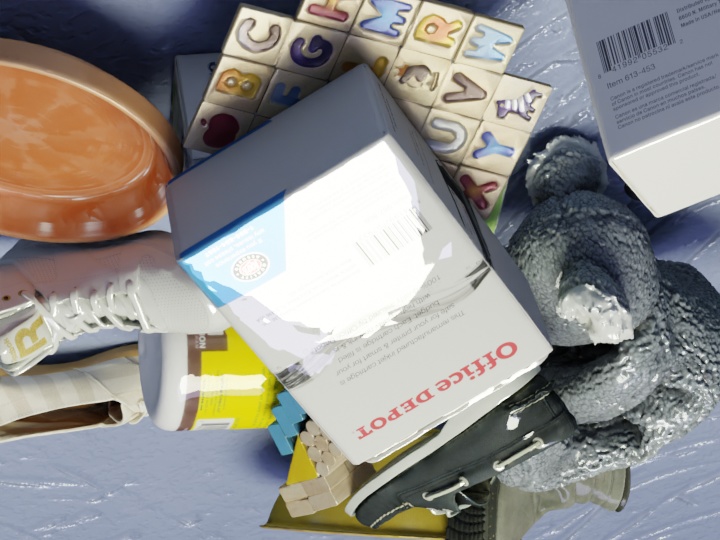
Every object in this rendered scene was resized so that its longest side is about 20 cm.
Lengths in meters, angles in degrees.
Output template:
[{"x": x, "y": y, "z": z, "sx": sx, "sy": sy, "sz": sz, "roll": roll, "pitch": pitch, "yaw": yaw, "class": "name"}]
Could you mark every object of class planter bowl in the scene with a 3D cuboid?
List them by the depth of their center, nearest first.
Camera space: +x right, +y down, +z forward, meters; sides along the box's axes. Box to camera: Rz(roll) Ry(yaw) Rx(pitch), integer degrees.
[{"x": 0.027, "y": 0.157, "z": 2.083, "sx": 0.200, "sy": 0.083, "sz": 0.200, "roll": 4, "pitch": 175, "yaw": 0, "class": "planter bowl"}]

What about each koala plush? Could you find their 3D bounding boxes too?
[{"x": 0.154, "y": 0.018, "z": 1.849, "sx": 0.184, "sy": 0.177, "sz": 0.200, "roll": -12, "pitch": 140, "yaw": 8, "class": "koala plush"}]

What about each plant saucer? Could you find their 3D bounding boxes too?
[{"x": -0.203, "y": -0.080, "z": 1.665, "sx": 0.200, "sy": 0.032, "sz": 0.200, "roll": 8, "pitch": 150, "yaw": 5, "class": "plant saucer"}]

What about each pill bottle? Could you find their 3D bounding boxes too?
[{"x": -0.045, "y": 0.052, "z": 1.896, "sx": 0.200, "sy": 0.109, "sz": 0.109, "roll": -1, "pitch": 148, "yaw": -16, "class": "pill bottle"}]

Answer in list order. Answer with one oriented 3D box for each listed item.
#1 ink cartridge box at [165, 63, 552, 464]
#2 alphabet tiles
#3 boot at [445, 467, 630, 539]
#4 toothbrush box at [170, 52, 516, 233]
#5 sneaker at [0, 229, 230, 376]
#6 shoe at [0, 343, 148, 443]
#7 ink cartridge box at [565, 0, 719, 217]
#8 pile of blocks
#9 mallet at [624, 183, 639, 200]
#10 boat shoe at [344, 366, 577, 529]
[{"x": 0.000, "y": 0.000, "z": 1.650, "sx": 0.145, "sy": 0.084, "sz": 0.200, "roll": -30, "pitch": 126, "yaw": 11, "class": "ink cartridge box"}, {"x": 0.005, "y": -0.091, "z": 1.641, "sx": 0.200, "sy": 0.006, "sz": 0.166, "roll": 13, "pitch": 123, "yaw": -21, "class": "alphabet tiles"}, {"x": 0.134, "y": 0.160, "z": 1.982, "sx": 0.131, "sy": 0.200, "sz": 0.068, "roll": 8, "pitch": 169, "yaw": -20, "class": "boot"}, {"x": -0.016, "y": -0.065, "z": 1.738, "sx": 0.200, "sy": 0.086, "sz": 0.146, "roll": -6, "pitch": 146, "yaw": -10, "class": "toothbrush box"}, {"x": -0.169, "y": 0.028, "z": 1.731, "sx": 0.200, "sy": 0.116, "sz": 0.074, "roll": 9, "pitch": 130, "yaw": 45, "class": "sneaker"}, {"x": -0.192, "y": 0.093, "z": 1.971, "sx": 0.200, "sy": 0.053, "sz": 0.070, "roll": -4, "pitch": 148, "yaw": -11, "class": "shoe"}, {"x": 0.193, "y": -0.153, "z": 1.551, "sx": 0.145, "sy": 0.200, "sz": 0.084, "roll": -22, "pitch": 150, "yaw": 17, "class": "ink cartridge box"}, {"x": -0.012, "y": 0.073, "z": 1.825, "sx": 0.062, "sy": 0.082, "sz": 0.200, "roll": -36, "pitch": 155, "yaw": -46, "class": "pile of blocks"}, {"x": 0.218, "y": -0.101, "z": 1.802, "sx": 0.066, "sy": 0.041, "sz": 0.200, "roll": 11, "pitch": 147, "yaw": -31, "class": "mallet"}, {"x": 0.063, "y": 0.128, "z": 1.814, "sx": 0.076, "sy": 0.060, "sz": 0.200, "roll": -35, "pitch": 175, "yaw": -42, "class": "boat shoe"}]
